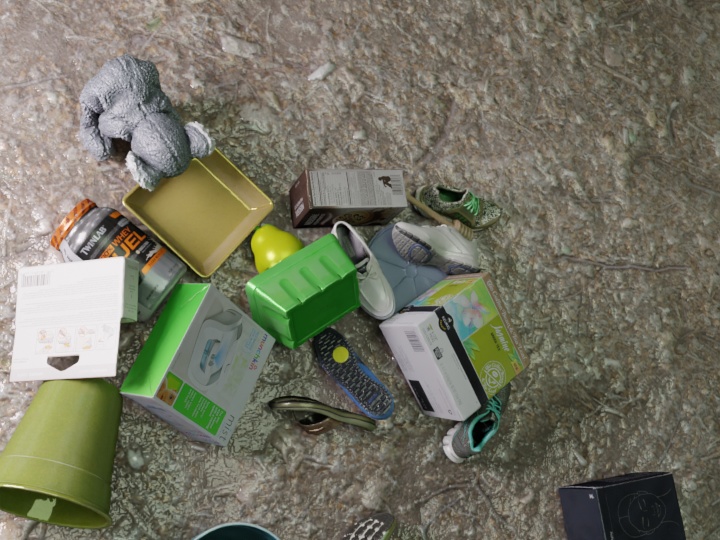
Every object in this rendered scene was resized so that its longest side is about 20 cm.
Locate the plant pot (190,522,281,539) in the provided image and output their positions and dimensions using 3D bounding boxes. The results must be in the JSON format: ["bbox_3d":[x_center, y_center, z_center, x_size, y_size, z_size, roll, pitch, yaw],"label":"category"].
[{"bbox_3d":[-0.210,0.484,1.141,0.197,0.188,0.203,7,72,-21],"label":"plant pot"}]

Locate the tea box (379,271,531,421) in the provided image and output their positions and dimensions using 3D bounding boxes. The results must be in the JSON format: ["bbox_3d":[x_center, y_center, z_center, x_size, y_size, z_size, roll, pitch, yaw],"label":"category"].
[{"bbox_3d":[0.178,0.138,1.411,0.196,0.133,0.202,-34,102,-27],"label":"tea box"}]

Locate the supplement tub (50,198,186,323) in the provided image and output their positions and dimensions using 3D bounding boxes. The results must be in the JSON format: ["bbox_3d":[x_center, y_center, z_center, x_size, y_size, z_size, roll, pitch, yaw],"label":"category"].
[{"bbox_3d":[-0.397,-0.018,1.241,0.199,0.122,0.123,38,65,-8],"label":"supplement tub"}]

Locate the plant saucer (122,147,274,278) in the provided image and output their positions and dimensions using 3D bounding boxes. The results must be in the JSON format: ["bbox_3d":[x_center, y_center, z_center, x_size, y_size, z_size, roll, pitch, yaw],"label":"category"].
[{"bbox_3d":[-0.289,-0.113,1.354,0.200,0.048,0.200,43,63,-6],"label":"plant saucer"}]

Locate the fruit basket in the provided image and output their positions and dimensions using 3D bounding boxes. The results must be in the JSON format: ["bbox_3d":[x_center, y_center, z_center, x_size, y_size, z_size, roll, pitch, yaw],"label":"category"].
[{"bbox_3d":[-0.123,0.014,1.359,0.212,0.157,0.217,-4,40,3],"label":"fruit basket"}]

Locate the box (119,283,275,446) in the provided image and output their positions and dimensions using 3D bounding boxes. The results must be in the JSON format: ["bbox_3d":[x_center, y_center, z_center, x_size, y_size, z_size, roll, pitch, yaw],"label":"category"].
[{"bbox_3d":[-0.258,0.152,1.225,0.177,0.096,0.202,47,56,-38],"label":"box"}]

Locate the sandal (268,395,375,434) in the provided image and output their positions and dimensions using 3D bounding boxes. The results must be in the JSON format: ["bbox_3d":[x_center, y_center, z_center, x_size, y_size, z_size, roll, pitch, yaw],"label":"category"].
[{"bbox_3d":[-0.066,0.263,1.329,0.198,0.080,0.058,19,83,-17],"label":"sandal"}]

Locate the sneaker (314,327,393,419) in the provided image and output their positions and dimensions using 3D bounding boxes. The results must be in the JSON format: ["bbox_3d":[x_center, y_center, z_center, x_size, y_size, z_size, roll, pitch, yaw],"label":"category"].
[{"bbox_3d":[-0.015,0.193,1.383,0.066,0.079,0.200,-40,74,-9],"label":"sneaker"}]

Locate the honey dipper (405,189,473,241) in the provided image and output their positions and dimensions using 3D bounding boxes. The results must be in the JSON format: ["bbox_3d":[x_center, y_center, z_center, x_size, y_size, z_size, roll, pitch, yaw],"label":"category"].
[{"bbox_3d":[0.148,-0.108,1.506,0.199,0.038,0.039,28,65,-34],"label":"honey dipper"}]

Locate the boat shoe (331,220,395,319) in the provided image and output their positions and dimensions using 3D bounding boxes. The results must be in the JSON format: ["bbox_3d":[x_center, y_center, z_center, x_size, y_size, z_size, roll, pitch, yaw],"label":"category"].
[{"bbox_3d":[0.000,0.000,1.406,0.073,0.065,0.201,-33,81,-3],"label":"boat shoe"}]

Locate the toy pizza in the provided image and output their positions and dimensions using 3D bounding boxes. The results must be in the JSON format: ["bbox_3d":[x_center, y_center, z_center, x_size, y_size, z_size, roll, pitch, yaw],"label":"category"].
[{"bbox_3d":[0.093,0.005,1.490,0.197,0.032,0.204,6,74,-21],"label":"toy pizza"}]

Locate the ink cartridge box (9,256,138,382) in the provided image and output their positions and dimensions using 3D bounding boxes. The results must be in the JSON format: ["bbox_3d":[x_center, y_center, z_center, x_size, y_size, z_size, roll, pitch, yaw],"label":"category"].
[{"bbox_3d":[-0.434,0.077,1.148,0.197,0.045,0.179,-5,77,19],"label":"ink cartridge box"}]

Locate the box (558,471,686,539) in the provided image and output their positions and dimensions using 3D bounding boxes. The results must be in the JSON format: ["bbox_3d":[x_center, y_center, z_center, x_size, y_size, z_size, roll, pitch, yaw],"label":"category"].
[{"bbox_3d":[0.514,0.509,1.472,0.194,0.124,0.203,-2,76,-24],"label":"box"}]

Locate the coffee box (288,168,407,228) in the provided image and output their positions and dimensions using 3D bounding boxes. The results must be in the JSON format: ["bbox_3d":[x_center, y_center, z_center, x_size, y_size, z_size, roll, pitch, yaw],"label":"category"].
[{"bbox_3d":[-0.025,-0.136,1.435,0.197,0.113,0.081,-3,76,-22],"label":"coffee box"}]

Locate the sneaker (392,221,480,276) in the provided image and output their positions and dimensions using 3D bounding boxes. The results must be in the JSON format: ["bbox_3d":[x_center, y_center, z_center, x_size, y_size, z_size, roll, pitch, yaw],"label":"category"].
[{"bbox_3d":[0.148,-0.052,1.480,0.198,0.074,0.088,23,57,-23],"label":"sneaker"}]

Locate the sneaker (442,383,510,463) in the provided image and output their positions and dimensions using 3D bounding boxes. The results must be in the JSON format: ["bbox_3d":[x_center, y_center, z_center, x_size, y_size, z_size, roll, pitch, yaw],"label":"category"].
[{"bbox_3d":[0.241,0.280,1.440,0.077,0.091,0.201,40,64,-8],"label":"sneaker"}]

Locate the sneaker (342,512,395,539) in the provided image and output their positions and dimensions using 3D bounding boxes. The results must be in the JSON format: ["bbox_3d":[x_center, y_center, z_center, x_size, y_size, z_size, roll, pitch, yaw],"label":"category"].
[{"bbox_3d":[0.002,0.510,1.295,0.201,0.076,0.089,-50,125,-26],"label":"sneaker"}]

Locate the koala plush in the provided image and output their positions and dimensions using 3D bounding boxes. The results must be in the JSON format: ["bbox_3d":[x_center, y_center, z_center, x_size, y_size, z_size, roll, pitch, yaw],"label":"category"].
[{"bbox_3d":[-0.355,-0.233,1.263,0.176,0.184,0.201,-31,73,-25],"label":"koala plush"}]

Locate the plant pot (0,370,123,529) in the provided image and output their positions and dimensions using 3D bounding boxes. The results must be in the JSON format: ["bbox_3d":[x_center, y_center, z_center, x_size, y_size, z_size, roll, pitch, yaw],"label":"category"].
[{"bbox_3d":[-0.440,0.259,1.124,0.198,0.200,0.192,19,57,-16],"label":"plant pot"}]

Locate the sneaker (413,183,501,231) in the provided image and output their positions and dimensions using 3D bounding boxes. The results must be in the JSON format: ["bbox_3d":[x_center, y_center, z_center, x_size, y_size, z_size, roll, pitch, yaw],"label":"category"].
[{"bbox_3d":[0.210,-0.135,1.545,0.197,0.089,0.078,9,72,-20],"label":"sneaker"}]
